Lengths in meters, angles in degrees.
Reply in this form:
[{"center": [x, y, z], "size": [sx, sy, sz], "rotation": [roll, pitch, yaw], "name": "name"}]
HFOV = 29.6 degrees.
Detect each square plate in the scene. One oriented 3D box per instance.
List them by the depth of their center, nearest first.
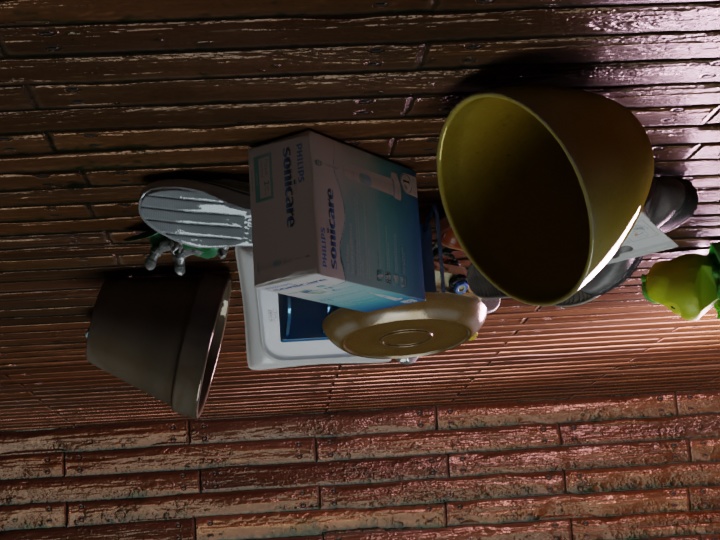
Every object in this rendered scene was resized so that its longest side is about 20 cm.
[{"center": [-0.058, 0.046, 1.772], "size": [0.195, 0.202, 0.029], "rotation": [-4, -150, 0], "name": "square plate"}]

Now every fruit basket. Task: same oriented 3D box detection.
[{"center": [0.518, 0.034, 1.974], "size": [0.213, 0.157, 0.216], "rotation": [-20, 164, -6], "name": "fruit basket"}]

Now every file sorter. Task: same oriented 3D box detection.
[{"center": [0.000, 0.000, 1.643], "size": [0.197, 0.141, 0.123], "rotation": [-3, 164, -6], "name": "file sorter"}]

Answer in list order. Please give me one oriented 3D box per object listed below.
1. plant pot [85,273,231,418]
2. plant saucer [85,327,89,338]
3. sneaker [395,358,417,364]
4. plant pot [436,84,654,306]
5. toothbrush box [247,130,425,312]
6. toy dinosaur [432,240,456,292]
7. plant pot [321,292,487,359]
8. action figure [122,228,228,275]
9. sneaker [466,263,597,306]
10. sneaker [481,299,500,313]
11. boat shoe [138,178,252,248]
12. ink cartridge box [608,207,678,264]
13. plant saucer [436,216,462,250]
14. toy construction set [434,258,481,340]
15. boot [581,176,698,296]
[{"center": [-0.283, 0.088, 1.894], "size": [0.171, 0.203, 0.200], "rotation": [14, 166, -2], "name": "plant pot"}, {"center": [-0.333, 0.083, 2.145], "size": [0.197, 0.037, 0.200], "rotation": [-4, 167, -1], "name": "plant saucer"}, {"center": [0.020, 0.095, 1.984], "size": [0.074, 0.083, 0.200], "rotation": [14, -165, -38], "name": "sneaker"}, {"center": [0.187, -0.088, 1.253], "size": [0.141, 0.202, 0.199], "rotation": [-26, 180, -31], "name": "plant pot"}, {"center": [-0.022, -0.045, 1.409], "size": [0.084, 0.149, 0.199], "rotation": [-12, 166, 32], "name": "toothbrush box"}, {"center": [0.077, -0.005, 1.781], "size": [0.088, 0.048, 0.200], "rotation": [-34, -152, -1], "name": "toy dinosaur"}, {"center": [0.053, 0.070, 1.613], "size": [0.197, 0.028, 0.200], "rotation": [-4, 161, -1], "name": "plant pot"}, {"center": [-0.186, -0.043, 1.596], "size": [0.117, 0.056, 0.199], "rotation": [8, 159, -32], "name": "action figure"}, {"center": [0.248, -0.004, 1.801], "size": [0.198, 0.076, 0.106], "rotation": [4, -164, 36], "name": "sneaker"}, {"center": [0.093, 0.057, 2.061], "size": [0.200, 0.078, 0.145], "rotation": [5, 162, -38], "name": "sneaker"}, {"center": [-0.141, -0.064, 1.478], "size": [0.197, 0.073, 0.062], "rotation": [10, -151, -9], "name": "boat shoe"}, {"center": [0.234, -0.068, 1.505], "size": [0.161, 0.058, 0.199], "rotation": [-15, 152, 38], "name": "ink cartridge box"}, {"center": [0.191, -0.061, 1.671], "size": [0.197, 0.033, 0.200], "rotation": [-5, 168, -1], "name": "plant saucer"}, {"center": [0.090, 0.048, 1.889], "size": [0.198, 0.092, 0.132], "rotation": [-3, 133, -44], "name": "toy construction set"}, {"center": [0.286, -0.052, 1.595], "size": [0.130, 0.070, 0.201], "rotation": [8, 134, -38], "name": "boot"}]
